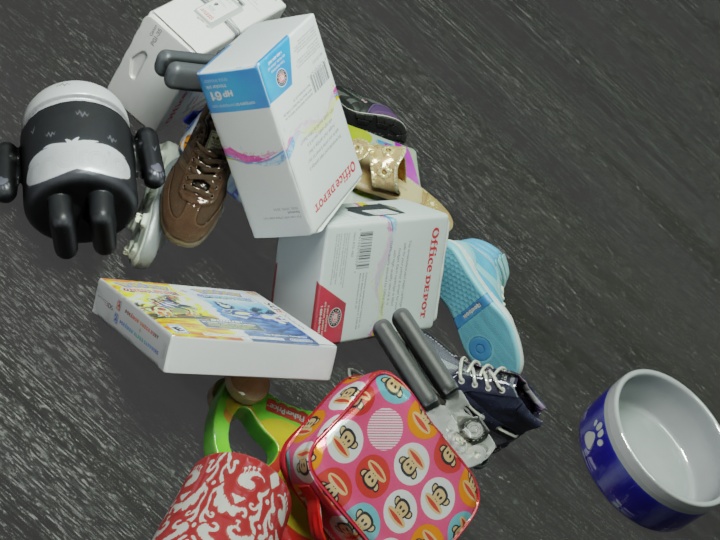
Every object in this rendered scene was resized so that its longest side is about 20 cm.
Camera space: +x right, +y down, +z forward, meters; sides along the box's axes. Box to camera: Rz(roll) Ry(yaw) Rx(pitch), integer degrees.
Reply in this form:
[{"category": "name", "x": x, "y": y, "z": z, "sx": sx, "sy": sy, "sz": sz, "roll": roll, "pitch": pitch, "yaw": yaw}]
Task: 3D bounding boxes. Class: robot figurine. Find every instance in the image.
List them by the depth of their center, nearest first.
[{"category": "robot figurine", "x": -0.304, "y": -0.110, "z": 1.508, "sx": 0.150, "sy": 0.125, "sz": 0.201, "roll": 21, "pitch": 43, "yaw": -39}]

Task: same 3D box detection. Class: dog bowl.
[{"category": "dog bowl", "x": 0.383, "y": 0.232, "z": 1.807, "sx": 0.199, "sy": 0.079, "sz": 0.201, "roll": 22, "pitch": 44, "yaw": -23}]

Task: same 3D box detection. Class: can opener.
[{"category": "can opener", "x": 0.082, "y": 0.140, "z": 1.591, "sx": 0.053, "sy": 0.067, "sz": 0.201, "roll": -29, "pitch": 74, "yaw": -13}, {"category": "can opener", "x": -0.148, "y": -0.214, "z": 1.613, "sx": 0.199, "sy": 0.067, "sz": 0.053, "roll": 4, "pitch": 33, "yaw": -44}]

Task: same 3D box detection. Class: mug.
[{"category": "mug", "x": -0.128, "y": 0.290, "z": 1.308, "sx": 0.178, "sy": 0.133, "sz": 0.200, "roll": 47, "pitch": 33, "yaw": -18}]

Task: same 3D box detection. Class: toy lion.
[{"category": "toy lion", "x": -0.075, "y": 0.214, "z": 1.465, "sx": 0.199, "sy": 0.069, "sz": 0.193, "roll": 25, "pitch": 50, "yaw": -20}]

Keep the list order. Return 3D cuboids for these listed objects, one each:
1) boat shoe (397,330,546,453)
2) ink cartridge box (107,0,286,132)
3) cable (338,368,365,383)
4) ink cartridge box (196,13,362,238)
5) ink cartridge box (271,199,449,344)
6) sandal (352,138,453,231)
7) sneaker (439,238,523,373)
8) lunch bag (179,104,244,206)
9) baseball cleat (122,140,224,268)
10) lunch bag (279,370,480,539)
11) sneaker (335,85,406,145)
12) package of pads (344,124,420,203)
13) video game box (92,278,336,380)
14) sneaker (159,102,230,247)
[{"category": "boat shoe", "x": 0.134, "y": 0.127, "z": 1.650, "sx": 0.200, "sy": 0.092, "sz": 0.075, "roll": 45, "pitch": 37, "yaw": -22}, {"category": "ink cartridge box", "x": -0.200, "y": -0.271, "z": 1.715, "sx": 0.083, "sy": 0.147, "sz": 0.200, "roll": 42, "pitch": 40, "yaw": 4}, {"category": "cable", "x": 0.031, "y": 0.135, "z": 1.570, "sx": 0.200, "sy": 0.050, "sz": 0.097, "roll": 46, "pitch": 16, "yaw": -54}, {"category": "ink cartridge box", "x": -0.083, "y": -0.155, "z": 1.515, "sx": 0.145, "sy": 0.084, "sz": 0.201, "roll": -53, "pitch": 132, "yaw": -51}, {"category": "ink cartridge box", "x": 0.000, "y": 0.000, "z": 1.634, "sx": 0.199, "sy": 0.147, "sz": 0.083, "roll": -6, "pitch": 20, "yaw": -43}, {"category": "sandal", "x": 0.044, "y": -0.125, "z": 1.737, "sx": 0.211, "sy": 0.070, "sz": 0.078, "roll": 35, "pitch": 38, "yaw": -16}, {"category": "sneaker", "x": 0.170, "y": 0.041, "z": 1.804, "sx": 0.130, "sy": 0.079, "sz": 0.201, "roll": -19, "pitch": 80, "yaw": -58}, {"category": "lunch bag", "x": -0.133, "y": -0.148, "z": 1.681, "sx": 0.160, "sy": 0.076, "sz": 0.200, "roll": 42, "pitch": 19, "yaw": -6}, {"category": "baseball cleat", "x": -0.206, "y": -0.069, "z": 1.591, "sx": 0.106, "sy": 0.070, "sz": 0.201, "roll": 26, "pitch": 43, "yaw": -19}, {"category": "lunch bag", "x": 0.015, "y": 0.223, "z": 1.426, "sx": 0.176, "sy": 0.082, "sz": 0.200, "roll": -45, "pitch": 108, "yaw": -33}, {"category": "sneaker", "x": -0.038, "y": -0.215, "z": 1.877, "sx": 0.199, "sy": 0.076, "sz": 0.088, "roll": 20, "pitch": 25, "yaw": -26}, {"category": "package of pads", "x": 0.004, "y": -0.093, "z": 1.789, "sx": 0.154, "sy": 0.068, "sz": 0.201, "roll": 18, "pitch": 45, "yaw": -28}, {"category": "video game box", "x": -0.154, "y": 0.061, "z": 1.465, "sx": 0.199, "sy": 0.047, "sz": 0.182, "roll": 6, "pitch": 12, "yaw": -37}, {"category": "sneaker", "x": -0.169, "y": -0.124, "z": 1.524, "sx": 0.070, "sy": 0.076, "sz": 0.201, "roll": 17, "pitch": 63, "yaw": -4}]
